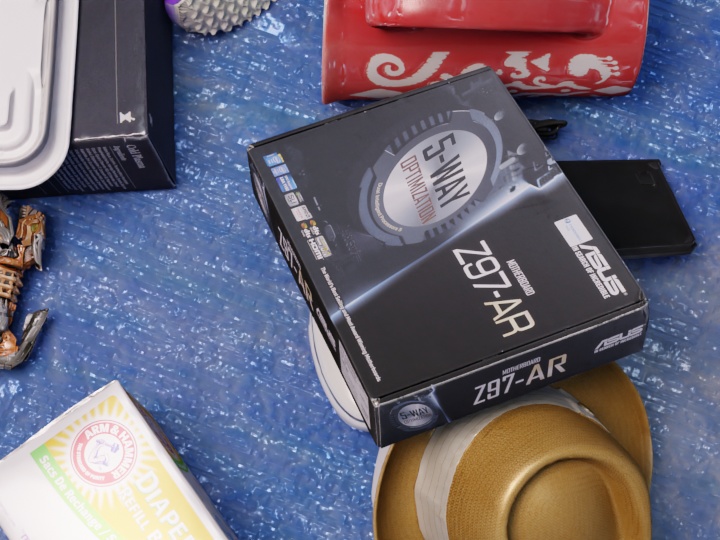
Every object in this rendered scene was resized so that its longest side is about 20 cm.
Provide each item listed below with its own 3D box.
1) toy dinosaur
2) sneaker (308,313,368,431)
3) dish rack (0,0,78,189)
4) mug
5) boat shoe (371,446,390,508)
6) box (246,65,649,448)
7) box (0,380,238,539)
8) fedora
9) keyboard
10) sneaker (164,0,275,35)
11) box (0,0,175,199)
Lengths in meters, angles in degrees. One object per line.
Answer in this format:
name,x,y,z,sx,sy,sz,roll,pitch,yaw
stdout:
toy dinosaur,-0.278,0.036,0.915,0.136,0.102,0.200,30,56,-7
sneaker,0.000,0.000,0.918,0.073,0.071,0.200,-5,75,1
dish rack,-0.274,-0.134,0.874,0.200,0.044,0.172,0,75,3
mug,0.076,-0.156,0.919,0.200,0.134,0.178,3,38,-2
boat shoe,0.067,0.064,0.881,0.086,0.075,0.202,3,74,39
box,0.044,-0.014,0.817,0.160,0.044,0.200,-19,53,-11
box,-0.122,0.179,0.856,0.101,0.113,0.200,-35,75,-7
fedora,0.106,0.134,0.822,0.200,0.082,0.201,-10,111,-26
keyboard,0.106,-0.053,0.919,0.200,0.021,0.127,-2,54,-22
sneaker,-0.079,-0.251,0.996,0.099,0.070,0.200,37,75,18
box,-0.220,-0.154,0.952,0.182,0.104,0.200,-4,75,3
